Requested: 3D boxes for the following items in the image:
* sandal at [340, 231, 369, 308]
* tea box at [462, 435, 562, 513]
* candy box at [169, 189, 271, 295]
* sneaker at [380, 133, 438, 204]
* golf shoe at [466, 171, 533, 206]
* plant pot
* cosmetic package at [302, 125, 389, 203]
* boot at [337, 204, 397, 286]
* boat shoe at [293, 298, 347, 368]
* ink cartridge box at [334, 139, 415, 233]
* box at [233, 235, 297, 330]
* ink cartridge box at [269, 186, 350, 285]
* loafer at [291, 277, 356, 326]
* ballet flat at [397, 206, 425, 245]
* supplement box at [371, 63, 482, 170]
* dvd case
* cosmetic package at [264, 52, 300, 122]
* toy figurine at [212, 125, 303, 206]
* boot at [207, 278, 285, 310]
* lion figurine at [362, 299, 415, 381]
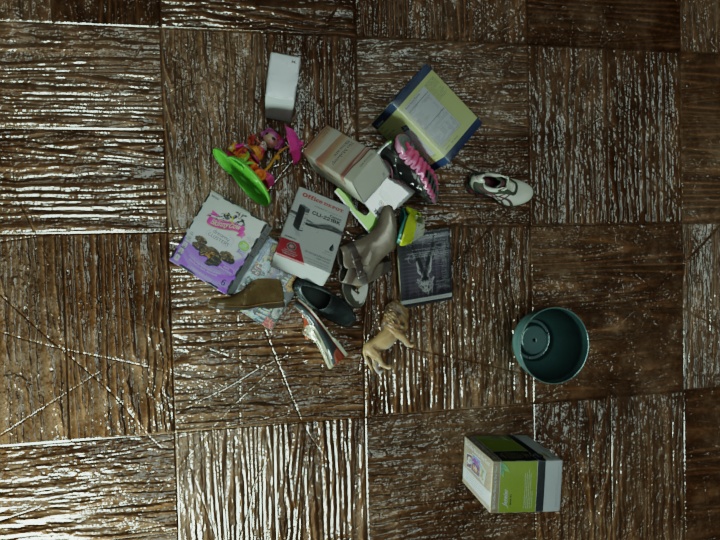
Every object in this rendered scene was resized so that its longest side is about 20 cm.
[{"bbox_3d":[0.000,0.000,1.451,0.081,0.055,0.203,16,94,-10],"label":"sandal"},{"bbox_3d":[0.395,0.532,1.466,0.194,0.200,0.136,4,91,-9],"label":"tea box"},{"bbox_3d":[-0.342,-0.067,1.362,0.166,0.072,0.202,29,86,4],"label":"candy box"},{"bbox_3d":[0.122,-0.244,1.393,0.201,0.095,0.079,52,38,-22],"label":"sneaker"},{"bbox_3d":[0.391,-0.222,1.507,0.197,0.088,0.078,8,88,-12],"label":"golf shoe"},{"bbox_3d":[0.497,0.196,1.511,0.197,0.134,0.204,0,91,-11],"label":"plant pot"},{"bbox_3d":[-0.038,-0.266,1.367,0.199,0.087,0.104,36,80,35],"label":"cosmetic package"},{"bbox_3d":[0.013,-0.058,1.376,0.144,0.070,0.203,-8,108,-28],"label":"boot"},{"bbox_3d":[-0.114,0.163,1.431,0.062,0.071,0.201,-38,102,-5],"label":"boat shoe"},{"bbox_3d":[0.046,-0.218,1.449,0.200,0.076,0.148,-42,98,-3],"label":"ink cartridge box"},{"bbox_3d":[-0.232,0.032,1.418,0.136,0.040,0.202,32,85,-11],"label":"box"},{"bbox_3d":[-0.123,-0.087,1.375,0.143,0.084,0.202,21,61,-10],"label":"ink cartridge box"},{"bbox_3d":[-0.089,0.086,1.411,0.200,0.070,0.068,37,90,-24],"label":"loafer"},{"bbox_3d":[0.132,-0.114,1.408,0.066,0.201,0.068,15,115,-1],"label":"ballet flat"},{"bbox_3d":[0.162,-0.372,1.401,0.200,0.200,0.135,43,81,-9],"label":"supplement box"},{"bbox_3d":[0.172,-0.006,1.481,0.147,0.016,0.203,-9,108,-11],"label":"dvd case"},{"bbox_3d":[-0.191,-0.436,1.334,0.070,0.200,0.103,8,89,-11],"label":"cosmetic package"},{"bbox_3d":[-0.237,-0.293,1.386,0.199,0.151,0.184,38,69,15],"label":"toy figurine"},{"bbox_3d":[-0.275,0.059,1.333,0.198,0.073,0.077,-4,94,-39],"label":"boot"},{"bbox_3d":[0.064,0.185,1.463,0.200,0.072,0.123,-45,91,-2],"label":"lion figurine"}]
